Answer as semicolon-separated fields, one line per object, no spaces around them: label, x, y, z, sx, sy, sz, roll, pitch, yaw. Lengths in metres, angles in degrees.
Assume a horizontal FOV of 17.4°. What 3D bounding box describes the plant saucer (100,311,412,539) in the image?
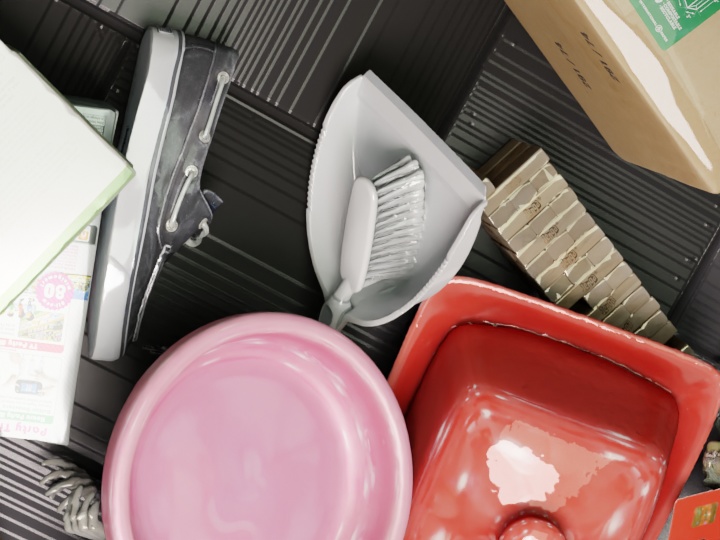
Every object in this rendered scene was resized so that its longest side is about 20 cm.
plant saucer;-0.064;0.124;1.359;0.199;0.051;0.202;-1;93;-33

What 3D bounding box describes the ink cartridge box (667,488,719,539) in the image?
ink cartridge box;0.291;0.188;1.506;0.199;0.057;0.163;-16;137;-18

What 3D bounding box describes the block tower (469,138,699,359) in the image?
block tower;0.138;0.005;1.474;0.058;0.054;0.200;-42;108;-4

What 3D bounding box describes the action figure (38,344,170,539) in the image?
action figure;-0.140;0.142;1.406;0.101;0.119;0.201;20;86;-26

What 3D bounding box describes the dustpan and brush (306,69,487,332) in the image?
dustpan and brush;0.000;0.000;1.423;0.057;0.140;0.201;-15;135;-31

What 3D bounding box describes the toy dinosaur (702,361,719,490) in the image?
toy dinosaur;0.276;0.097;1.522;0.199;0.047;0.089;0;78;-38

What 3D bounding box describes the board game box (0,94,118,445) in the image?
board game box;-0.230;-0.008;1.378;0.146;0.064;0.202;8;97;-14

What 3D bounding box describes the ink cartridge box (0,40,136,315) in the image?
ink cartridge box;-0.244;-0.073;1.306;0.146;0.048;0.200;-45;105;-3

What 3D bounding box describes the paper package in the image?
paper package;0.164;-0.158;1.377;0.103;0.191;0.200;-39;106;-4

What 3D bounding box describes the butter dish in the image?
butter dish;0.101;0.135;1.416;0.199;0.148;0.201;20;115;-6

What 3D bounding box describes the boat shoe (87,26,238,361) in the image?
boat shoe;-0.116;-0.041;1.399;0.067;0.072;0.202;12;91;-14
